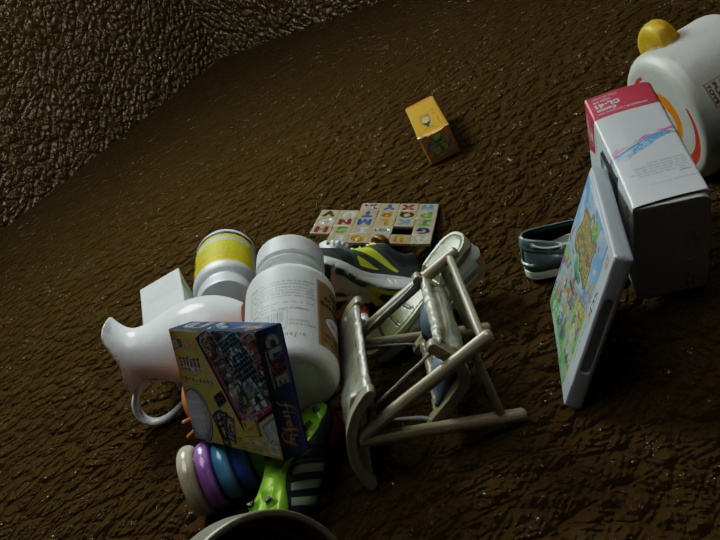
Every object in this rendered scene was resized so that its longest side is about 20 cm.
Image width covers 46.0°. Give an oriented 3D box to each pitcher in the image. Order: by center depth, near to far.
[{"bbox_3d":[-0.250,0.130,1.220,0.197,0.174,0.121,-12,17,2],"label":"pitcher"}]

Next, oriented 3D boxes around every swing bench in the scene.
[{"bbox_3d":[0.058,0.106,0.964,0.198,0.131,0.200,-24,27,7],"label":"swing bench"}]

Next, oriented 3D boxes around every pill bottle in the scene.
[{"bbox_3d":[-0.084,0.058,1.027,0.113,0.115,0.202,-20,44,15],"label":"pill bottle"},{"bbox_3d":[-0.224,0.018,1.428,0.113,0.115,0.201,-26,25,3],"label":"pill bottle"}]

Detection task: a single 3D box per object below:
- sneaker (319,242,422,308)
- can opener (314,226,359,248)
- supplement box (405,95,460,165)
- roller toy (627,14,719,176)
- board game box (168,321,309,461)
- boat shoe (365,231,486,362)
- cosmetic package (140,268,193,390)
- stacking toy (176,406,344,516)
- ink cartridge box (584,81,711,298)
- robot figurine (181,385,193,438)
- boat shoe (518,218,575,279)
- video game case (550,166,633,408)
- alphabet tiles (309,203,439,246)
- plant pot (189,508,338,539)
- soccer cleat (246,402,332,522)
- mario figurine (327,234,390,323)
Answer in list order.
[{"bbox_3d":[0.000,0.000,1.173,0.075,0.197,0.086,124,155,-44],"label":"sneaker"},{"bbox_3d":[-0.072,-0.012,1.407,0.198,0.067,0.053,-29,35,16],"label":"can opener"},{"bbox_3d":[0.139,-0.277,1.663,0.066,0.069,0.201,-25,24,8],"label":"supplement box"},{"bbox_3d":[0.446,-0.227,1.117,0.139,0.201,0.183,-31,45,-5],"label":"roller toy"},{"bbox_3d":[-0.138,0.126,0.931,0.034,0.138,0.199,-17,9,-37],"label":"board game box"},{"bbox_3d":[0.089,0.047,1.112,0.200,0.068,0.075,-48,30,6],"label":"boat shoe"},{"bbox_3d":[-0.293,0.090,1.369,0.080,0.114,0.200,-30,27,-5],"label":"cosmetic package"},{"bbox_3d":[-0.113,0.215,1.007,0.197,0.086,0.086,-22,25,-2],"label":"stacking toy"},{"bbox_3d":[0.326,-0.094,0.973,0.084,0.149,0.202,-12,44,9],"label":"ink cartridge box"},{"bbox_3d":[-0.151,0.148,1.117,0.199,0.118,0.143,-37,29,-21],"label":"robot figurine"},{"bbox_3d":[0.297,-0.047,1.082,0.197,0.062,0.073,-18,24,18],"label":"boat shoe"},{"bbox_3d":[0.242,0.013,0.911,0.022,0.184,0.201,10,32,2],"label":"video game case"},{"bbox_3d":[0.023,-0.077,1.376,0.196,0.008,0.168,2,26,10],"label":"alphabet tiles"},{"bbox_3d":[-0.117,0.314,0.722,0.173,0.201,0.200,-25,19,48],"label":"plant pot"},{"bbox_3d":[-0.069,0.231,0.913,0.067,0.081,0.201,-19,30,32],"label":"soccer cleat"},{"bbox_3d":[-0.014,0.023,1.220,0.199,0.107,0.123,-39,29,-26],"label":"mario figurine"}]
